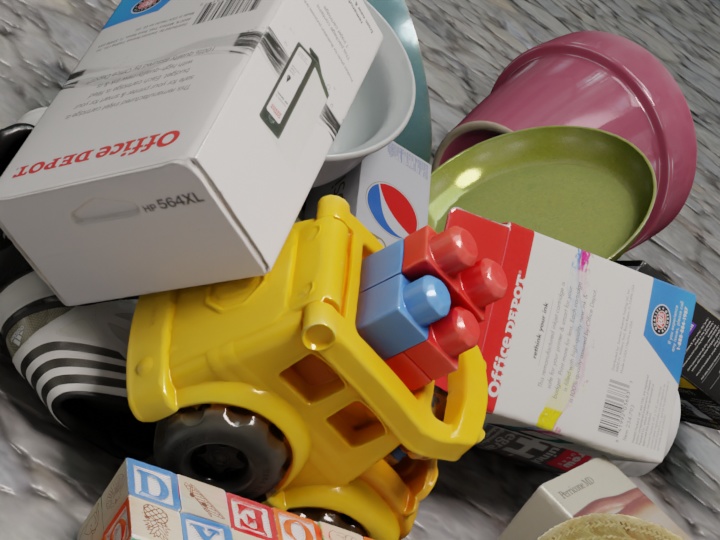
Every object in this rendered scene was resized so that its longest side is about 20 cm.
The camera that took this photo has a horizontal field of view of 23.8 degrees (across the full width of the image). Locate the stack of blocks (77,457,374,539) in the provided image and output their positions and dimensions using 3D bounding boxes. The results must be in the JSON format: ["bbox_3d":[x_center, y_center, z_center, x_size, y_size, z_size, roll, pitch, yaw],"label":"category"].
[{"bbox_3d":[-0.039,0.180,0.859,0.200,0.059,0.115,23,27,-25],"label":"stack of blocks"}]

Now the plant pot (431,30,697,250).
[{"bbox_3d":[0.162,-0.090,1.477,0.200,0.200,0.179,43,42,19],"label":"plant pot"}]

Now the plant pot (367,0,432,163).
[{"bbox_3d":[-0.043,-0.148,1.337,0.134,0.200,0.200,-15,44,-14],"label":"plant pot"}]

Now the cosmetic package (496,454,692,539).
[{"bbox_3d":[0.176,0.216,1.030,0.200,0.087,0.103,43,27,19],"label":"cosmetic package"}]

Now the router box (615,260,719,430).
[{"bbox_3d":[0.228,0.058,1.307,0.157,0.052,0.200,37,-6,-10],"label":"router box"}]

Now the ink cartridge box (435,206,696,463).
[{"bbox_3d":[0.108,0.043,1.075,0.200,0.117,0.067,20,-11,-29],"label":"ink cartridge box"}]

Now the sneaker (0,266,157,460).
[{"bbox_3d":[-0.117,0.058,0.996,0.200,0.076,0.116,-1,55,-49],"label":"sneaker"}]

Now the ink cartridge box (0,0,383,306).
[{"bbox_3d":[-0.092,-0.083,0.936,0.084,0.146,0.200,57,40,-33],"label":"ink cartridge box"}]

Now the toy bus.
[{"bbox_3d":[0.003,0.058,0.921,0.200,0.192,0.136,49,28,-33],"label":"toy bus"}]

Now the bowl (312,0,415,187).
[{"bbox_3d":[-0.071,-0.120,1.147,0.201,0.090,0.201,15,45,-15],"label":"bowl"}]

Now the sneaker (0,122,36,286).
[{"bbox_3d":[-0.200,-0.041,0.993,0.075,0.116,0.200,32,25,-4],"label":"sneaker"}]

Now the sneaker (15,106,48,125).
[{"bbox_3d":[-0.141,-0.055,1.093,0.200,0.075,0.088,27,-6,8],"label":"sneaker"}]

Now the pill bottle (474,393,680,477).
[{"bbox_3d":[0.122,0.079,1.186,0.200,0.111,0.111,20,28,-28],"label":"pill bottle"}]

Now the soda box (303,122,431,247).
[{"bbox_3d":[0.000,0.000,1.152,0.064,0.068,0.200,31,42,-25],"label":"soda box"}]

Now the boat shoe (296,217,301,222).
[{"bbox_3d":[-0.119,-0.052,1.167,0.200,0.073,0.065,31,19,-7],"label":"boat shoe"}]

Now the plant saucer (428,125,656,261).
[{"bbox_3d":[0.128,-0.038,1.301,0.200,0.199,0.031,-110,180,-52],"label":"plant saucer"}]

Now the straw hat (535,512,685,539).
[{"bbox_3d":[0.127,0.238,0.923,0.201,0.085,0.202,16,55,-24],"label":"straw hat"}]

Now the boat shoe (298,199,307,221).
[{"bbox_3d":[-0.078,-0.072,1.243,0.200,0.073,0.063,41,46,-5],"label":"boat shoe"}]
